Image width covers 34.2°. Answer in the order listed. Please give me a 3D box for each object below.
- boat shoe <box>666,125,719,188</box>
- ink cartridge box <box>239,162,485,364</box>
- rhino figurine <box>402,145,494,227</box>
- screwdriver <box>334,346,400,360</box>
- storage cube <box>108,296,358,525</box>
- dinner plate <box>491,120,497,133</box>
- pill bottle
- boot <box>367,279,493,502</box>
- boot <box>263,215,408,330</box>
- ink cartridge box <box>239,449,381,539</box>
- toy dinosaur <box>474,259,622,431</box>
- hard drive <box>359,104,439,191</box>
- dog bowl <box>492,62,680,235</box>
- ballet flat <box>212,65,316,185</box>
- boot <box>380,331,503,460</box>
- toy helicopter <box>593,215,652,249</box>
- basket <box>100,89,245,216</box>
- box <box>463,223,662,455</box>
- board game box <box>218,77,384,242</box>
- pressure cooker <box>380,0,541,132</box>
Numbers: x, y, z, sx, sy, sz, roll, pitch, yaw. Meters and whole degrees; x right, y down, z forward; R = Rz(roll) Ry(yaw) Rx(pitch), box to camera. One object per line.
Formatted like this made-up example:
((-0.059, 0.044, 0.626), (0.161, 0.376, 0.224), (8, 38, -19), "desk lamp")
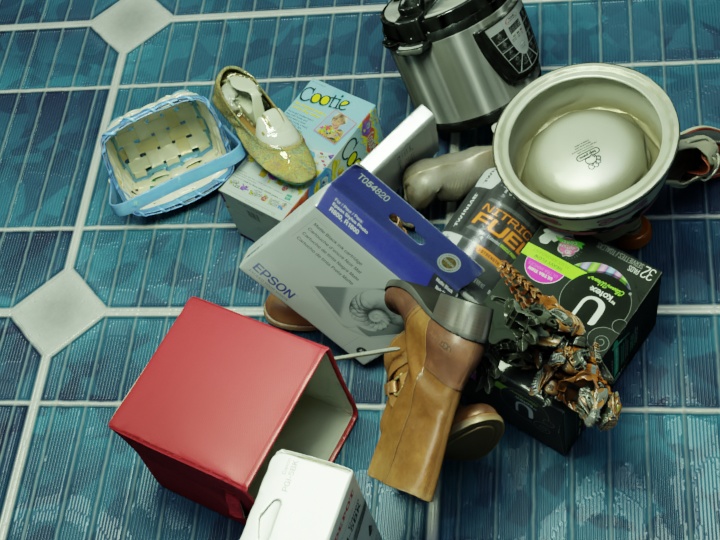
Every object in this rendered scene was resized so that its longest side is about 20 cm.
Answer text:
((0.382, -0.130, 1.374), (0.200, 0.071, 0.063), (-1, 28, -33), "boat shoe")
((0.000, 0.000, 1.294), (0.200, 0.200, 0.041), (-37, 23, 38), "ink cartridge box")
((0.140, -0.120, 1.448), (0.200, 0.087, 0.060), (-18, 60, -9), "rhino figurine")
((-0.030, 0.096, 1.323), (0.200, 0.029, 0.028), (-19, 22, 46), "screwdriver")
((-0.132, 0.162, 1.281), (0.180, 0.171, 0.200), (19, 65, 23), "storage cube")
((0.262, -0.187, 1.438), (0.200, 0.024, 0.200), (-2, 22, 1), "dinner plate")
((0.160, -0.047, 1.374), (0.106, 0.106, 0.200), (29, 77, 25), "pill bottle")
((0.053, 0.117, 1.183), (0.188, 0.068, 0.200), (19, 92, 57), "boot")
((-0.032, -0.006, 1.373), (0.200, 0.155, 0.074), (-15, 57, 2), "boot")
((-0.051, 0.289, 1.168), (0.083, 0.200, 0.147), (12, 62, 17), "ink cartridge box")
((0.183, 0.077, 1.178), (0.136, 0.102, 0.200), (3, 26, -35), "toy dinosaur")
((0.014, -0.105, 1.420), (0.200, 0.132, 0.027), (-44, 76, -5), "hard drive")
((0.249, -0.127, 1.283), (0.200, 0.074, 0.200), (-8, 60, 14), "dog bowl")
((-0.120, -0.183, 1.426), (0.071, 0.071, 0.200), (-34, 56, -10), "ballet flat")
((0.075, 0.130, 1.243), (0.074, 0.200, 0.155), (10, 62, -28), "boot")
((0.280, -0.109, 1.438), (0.132, 0.079, 0.200), (-10, 46, 16), "toy helicopter")
((-0.241, -0.146, 1.496), (0.176, 0.139, 0.200), (-23, 25, -3), "basket")
((0.217, 0.071, 1.294), (0.148, 0.124, 0.200), (30, 69, 25), "box")
((-0.068, -0.126, 1.485), (0.105, 0.103, 0.200), (27, 68, 26), "board game box")
((0.119, -0.294, 1.469), (0.179, 0.200, 0.176), (-25, 27, 2), "pressure cooker")
